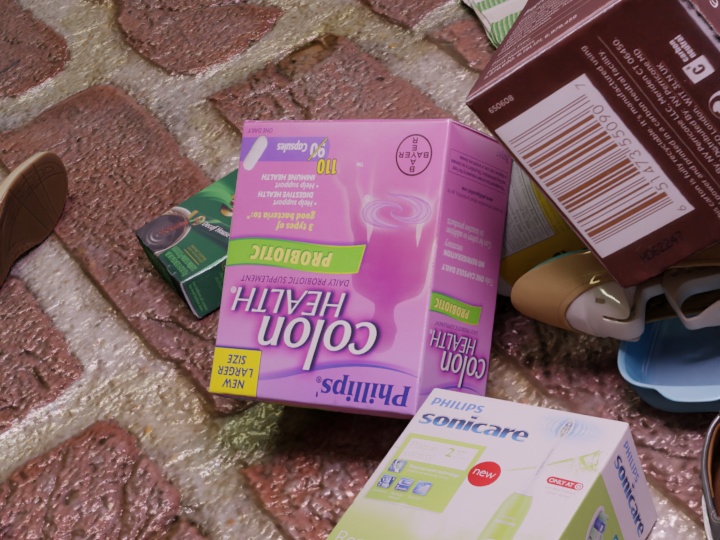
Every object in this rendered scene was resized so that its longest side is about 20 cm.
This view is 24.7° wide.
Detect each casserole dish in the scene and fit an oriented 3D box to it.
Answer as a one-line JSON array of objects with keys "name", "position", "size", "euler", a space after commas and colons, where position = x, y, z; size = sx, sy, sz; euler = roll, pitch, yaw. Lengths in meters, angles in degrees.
[{"name": "casserole dish", "position": [0.247, 0.031, 1.117], "size": [0.120, 0.039, 0.200], "euler": [-4, 38, 27]}]

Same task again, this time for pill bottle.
[{"name": "pill bottle", "position": [0.132, -0.048, 1.207], "size": [0.199, 0.112, 0.112], "euler": [-25, 30, 29]}]

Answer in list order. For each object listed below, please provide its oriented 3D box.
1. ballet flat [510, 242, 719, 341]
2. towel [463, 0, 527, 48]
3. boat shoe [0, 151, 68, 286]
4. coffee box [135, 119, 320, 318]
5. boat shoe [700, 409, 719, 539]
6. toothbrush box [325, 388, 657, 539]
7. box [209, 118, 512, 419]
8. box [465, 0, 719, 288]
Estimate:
[{"name": "ballet flat", "position": [0.195, 0.013, 1.084], "size": [0.199, 0.069, 0.063], "euler": [-14, 48, 16]}, {"name": "towel", "position": [0.182, -0.261, 1.572], "size": [0.152, 0.023, 0.200], "euler": [-22, 32, 1]}, {"name": "boat shoe", "position": [-0.344, -0.038, 1.536], "size": [0.065, 0.072, 0.201], "euler": [3, 47, 31]}, {"name": "coffee box", "position": [-0.085, -0.049, 1.416], "size": [0.199, 0.044, 0.123], "euler": [-31, 34, -11]}, {"name": "boat shoe", "position": [0.225, 0.161, 0.927], "size": [0.071, 0.068, 0.201], "euler": [-11, 37, 14]}, {"name": "toothbrush box", "position": [0.066, 0.176, 0.983], "size": [0.145, 0.086, 0.200], "euler": [8, 43, 38]}, {"name": "box", "position": [0.000, 0.000, 1.159], "size": [0.175, 0.096, 0.202], "euler": [4, 84, 33]}, {"name": "box", "position": [0.200, -0.131, 1.032], "size": [0.164, 0.166, 0.200], "euler": [-32, 18, 40]}]
